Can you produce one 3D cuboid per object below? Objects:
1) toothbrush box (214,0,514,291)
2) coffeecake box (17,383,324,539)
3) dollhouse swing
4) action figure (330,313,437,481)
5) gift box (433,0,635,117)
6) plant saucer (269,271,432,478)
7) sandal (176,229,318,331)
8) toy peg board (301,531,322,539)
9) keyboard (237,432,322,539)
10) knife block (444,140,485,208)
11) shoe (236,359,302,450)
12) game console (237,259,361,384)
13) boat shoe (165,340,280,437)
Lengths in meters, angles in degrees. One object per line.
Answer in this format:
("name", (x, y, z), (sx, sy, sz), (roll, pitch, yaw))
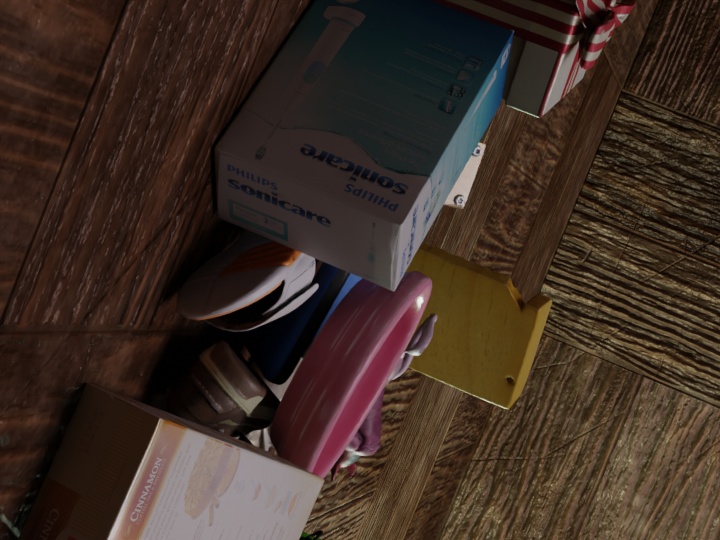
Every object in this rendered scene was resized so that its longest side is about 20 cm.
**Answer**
("toothbrush box", (0.004, -0.105, 1.230), (0.085, 0.146, 0.200), (95, 21, -55))
("coffeecake box", (-0.132, 0.181, 1.163), (0.200, 0.073, 0.154), (30, 82, -54))
("dollhouse swing", (0.098, 0.020, 1.736), (0.176, 0.200, 0.182), (-51, 159, -51))
("action figure", (0.003, 0.114, 1.658), (0.134, 0.149, 0.200), (-56, 151, -65))
("gift box", (0.137, -0.254, 1.447), (0.185, 0.186, 0.200), (-48, 158, -59))
("plant saucer", (-0.013, 0.082, 1.357), (0.201, 0.051, 0.201), (-57, 171, -15))
("sandal", (-0.063, 0.003, 1.265), (0.207, 0.079, 0.059), (-50, 128, -59))
("toy peg board", (-0.104, 0.357, 1.718), (0.200, 0.098, 0.199), (-39, 149, -65))
("keyboard", (-0.058, 0.190, 1.370), (0.200, 0.040, 0.104), (69, 5, -75))
("knife block", (0.025, -0.121, 1.537), (0.200, 0.176, 0.064), (10, 106, -32))
("shoe", (-0.074, 0.108, 1.496), (0.070, 0.053, 0.200), (96, 20, -56))
("game console", (0.000, 0.000, 1.383), (0.200, 0.118, 0.171), (-61, -157, 8))
("boat shoe", (-0.113, 0.101, 1.320), (0.075, 0.075, 0.202), (-41, 168, -3))
